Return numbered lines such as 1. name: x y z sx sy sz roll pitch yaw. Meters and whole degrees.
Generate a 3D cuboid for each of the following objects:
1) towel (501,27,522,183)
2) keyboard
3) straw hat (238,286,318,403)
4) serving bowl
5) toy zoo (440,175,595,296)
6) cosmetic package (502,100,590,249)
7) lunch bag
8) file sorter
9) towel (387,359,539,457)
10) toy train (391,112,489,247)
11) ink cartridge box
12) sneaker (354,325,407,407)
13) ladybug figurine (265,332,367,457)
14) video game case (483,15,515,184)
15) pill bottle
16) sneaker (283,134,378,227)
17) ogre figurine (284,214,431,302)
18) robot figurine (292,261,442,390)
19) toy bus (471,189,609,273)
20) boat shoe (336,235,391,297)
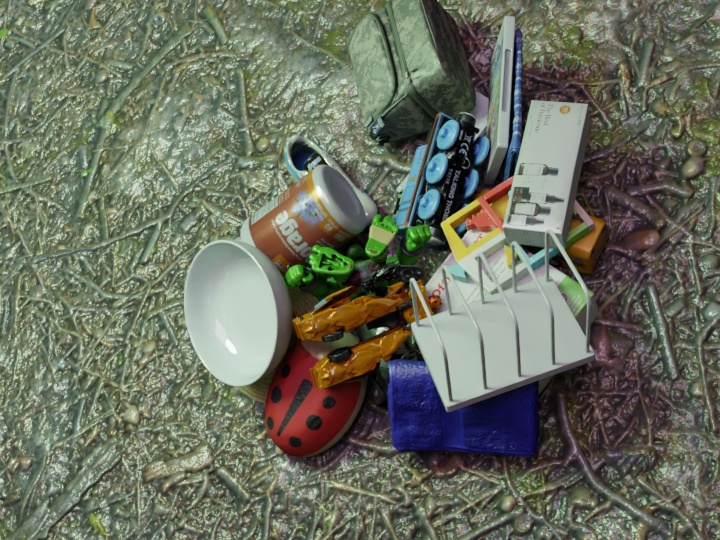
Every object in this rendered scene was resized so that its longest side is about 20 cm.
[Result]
1. towel: 0.218 -0.224 1.573 0.024 0.145 0.202 3 67 4
2. keyboard: 0.137 -0.185 1.661 0.056 0.011 0.200 35 82 33
3. straw hat: -0.134 0.087 1.593 0.199 0.085 0.203 -7 66 16
4. serving bowl: -0.158 0.055 1.505 0.199 0.065 0.203 9 102 44
5. toy zoo: 0.200 -0.052 1.481 0.199 0.020 0.132 -33 60 -1
6. cosmetic package: 0.252 -0.131 1.464 0.082 0.051 0.202 7 66 18
7. lunch bag: 0.068 -0.306 1.669 0.167 0.139 0.202 -26 60 25
8. file sorter: 0.171 0.056 1.349 0.198 0.125 0.139 -19 49 -5
9. towel: 0.134 0.184 1.421 0.198 0.149 0.050 -1 34 10
10. toy train: 0.115 -0.131 1.578 0.114 0.086 0.202 -7 64 59
11. ink cartridge box: 0.202 0.049 1.496 0.199 0.084 0.146 36 82 27
12. sneaker: 0.040 0.142 1.522 0.090 0.067 0.200 -43 64 -5
13. ladybug figurine: -0.069 0.174 1.517 0.135 0.072 0.201 30 100 19
14. video game case: 0.201 -0.244 1.580 0.018 0.143 0.202 6 74 0
15. pill bottle: -0.098 -0.052 1.558 0.199 0.112 0.113 -35 60 21
16. sneaker: -0.051 -0.133 1.667 0.072 0.073 0.200 -44 63 -5
17. ogre figurine: 0.000 0.000 1.508 0.199 0.120 0.098 -36 64 -13
18. robot figurine: 0.016 0.073 1.452 0.198 0.058 0.146 -21 102 -15
19. toy bus: 0.245 -0.062 1.531 0.199 0.078 0.066 23 76 25
20. boat shoe: -0.005 -0.004 1.612 0.073 0.063 0.201 -38 68 -13
